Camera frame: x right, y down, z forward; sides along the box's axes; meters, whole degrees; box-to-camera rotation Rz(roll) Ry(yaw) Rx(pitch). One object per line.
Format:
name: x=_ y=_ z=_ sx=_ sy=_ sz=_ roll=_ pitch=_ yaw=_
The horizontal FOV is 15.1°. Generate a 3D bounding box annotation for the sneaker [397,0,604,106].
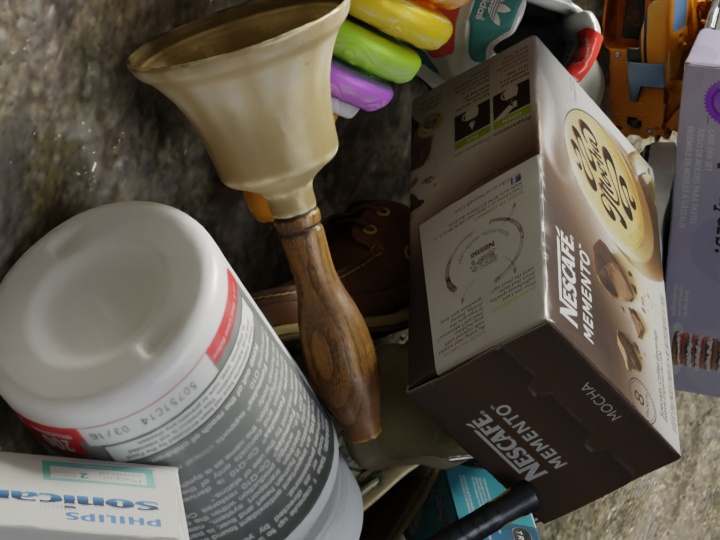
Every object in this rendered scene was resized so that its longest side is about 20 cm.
sneaker: x=0.090 y=-0.105 z=1.398 sx=0.200 sy=0.093 sz=0.071 roll=29 pitch=81 yaw=-54

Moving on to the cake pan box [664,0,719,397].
cake pan box: x=0.207 y=-0.058 z=1.477 sx=0.184 sy=0.052 sz=0.201 roll=-60 pitch=155 yaw=-60

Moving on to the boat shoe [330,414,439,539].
boat shoe: x=-0.031 y=0.163 z=1.381 sx=0.200 sy=0.063 sz=0.073 roll=-62 pitch=145 yaw=-13

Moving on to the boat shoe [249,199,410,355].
boat shoe: x=0.001 y=0.000 z=1.355 sx=0.200 sy=0.072 sz=0.068 roll=-16 pitch=92 yaw=-53

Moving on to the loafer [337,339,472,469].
loafer: x=0.052 y=0.061 z=1.348 sx=0.200 sy=0.067 sz=0.076 roll=-17 pitch=93 yaw=-67

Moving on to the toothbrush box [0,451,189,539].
toothbrush box: x=-0.156 y=0.181 z=1.133 sx=0.146 sy=0.085 sz=0.201 roll=5 pitch=108 yaw=-9

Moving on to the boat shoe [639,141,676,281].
boat shoe: x=0.133 y=-0.025 z=1.515 sx=0.202 sy=0.086 sz=0.075 roll=-61 pitch=152 yaw=-69

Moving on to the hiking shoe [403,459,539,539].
hiking shoe: x=0.109 y=0.087 z=1.505 sx=0.200 sy=0.100 sz=0.076 roll=-53 pitch=142 yaw=-25

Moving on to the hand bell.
hand bell: x=-0.025 y=-0.016 z=1.223 sx=0.104 sy=0.104 sz=0.201 roll=-33 pitch=112 yaw=-42

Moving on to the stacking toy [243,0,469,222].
stacking toy: x=-0.005 y=-0.113 z=1.276 sx=0.200 sy=0.110 sz=0.116 roll=-63 pitch=156 yaw=7

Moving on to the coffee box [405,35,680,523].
coffee box: x=0.084 y=0.002 z=1.284 sx=0.113 sy=0.080 sz=0.200 roll=45 pitch=30 yaw=-33

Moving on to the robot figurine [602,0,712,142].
robot figurine: x=0.171 y=-0.181 z=1.483 sx=0.145 sy=0.058 sz=0.201 roll=-53 pitch=148 yaw=-57

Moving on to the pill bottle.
pill bottle: x=-0.078 y=0.070 z=1.230 sx=0.114 sy=0.114 sz=0.200 roll=-56 pitch=142 yaw=-21

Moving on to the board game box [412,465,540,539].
board game box: x=0.044 y=0.225 z=1.394 sx=0.047 sy=0.151 sz=0.200 roll=11 pitch=122 yaw=-17

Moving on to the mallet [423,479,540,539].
mallet: x=-0.005 y=0.148 z=1.197 sx=0.200 sy=0.041 sz=0.066 roll=-31 pitch=176 yaw=-7
